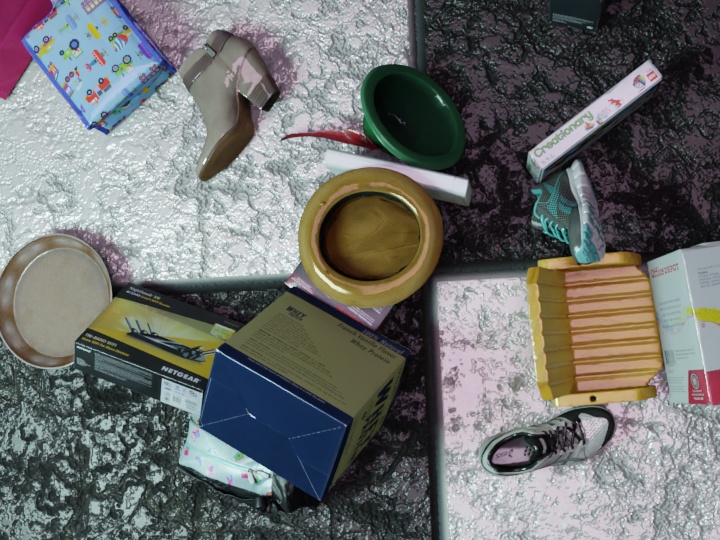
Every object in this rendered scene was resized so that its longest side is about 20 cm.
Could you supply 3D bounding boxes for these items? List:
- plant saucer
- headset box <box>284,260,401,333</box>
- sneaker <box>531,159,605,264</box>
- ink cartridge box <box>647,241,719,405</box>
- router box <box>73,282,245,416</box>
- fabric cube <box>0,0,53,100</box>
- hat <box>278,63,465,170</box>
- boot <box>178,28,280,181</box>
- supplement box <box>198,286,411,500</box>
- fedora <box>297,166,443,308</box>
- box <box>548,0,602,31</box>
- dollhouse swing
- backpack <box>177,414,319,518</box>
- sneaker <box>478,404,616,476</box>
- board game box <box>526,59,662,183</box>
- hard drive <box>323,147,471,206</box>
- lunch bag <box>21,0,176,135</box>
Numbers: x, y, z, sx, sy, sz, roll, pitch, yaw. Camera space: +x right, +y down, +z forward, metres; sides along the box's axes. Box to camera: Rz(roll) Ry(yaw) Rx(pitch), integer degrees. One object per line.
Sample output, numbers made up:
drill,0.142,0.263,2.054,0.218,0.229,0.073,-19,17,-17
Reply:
plant saucer,-0.455,0.047,1.547,0.198,0.034,0.203,-2,83,15
headset box,0.000,0.000,1.472,0.148,0.077,0.201,37,90,9
sneaker,0.278,-0.068,1.401,0.090,0.201,0.078,-21,121,19
ink cartridge box,0.480,0.065,1.354,0.143,0.145,0.203,-9,85,-3
router box,-0.281,0.108,1.465,0.198,0.158,0.053,19,126,8
fabric cube,-0.586,-0.407,1.523,0.195,0.200,0.200,36,91,10
hat,0.030,-0.188,1.503,0.165,0.176,0.201,-34,83,-40
boot,-0.217,-0.253,1.531,0.146,0.070,0.200,42,91,15
supplement box,-0.072,0.156,1.372,0.199,0.200,0.135,28,123,14
fedora,0.017,-0.042,1.393,0.198,0.082,0.203,-1,86,12
box,0.320,-0.455,1.425,0.078,0.141,0.202,15,88,8
dollhouse swing,0.315,0.077,1.371,0.179,0.176,0.203,-5,84,8
backpack,-0.152,0.260,1.446,0.198,0.167,0.128,17,82,21
sneaker,0.259,0.241,1.412,0.198,0.088,0.076,-21,82,5
board game box,0.317,-0.200,1.415,0.199,0.126,0.035,-37,82,4
hard drive,0.056,-0.130,1.444,0.198,0.132,0.027,13,89,9
lunch bag,-0.399,-0.330,1.533,0.150,0.094,0.201,-40,88,4
